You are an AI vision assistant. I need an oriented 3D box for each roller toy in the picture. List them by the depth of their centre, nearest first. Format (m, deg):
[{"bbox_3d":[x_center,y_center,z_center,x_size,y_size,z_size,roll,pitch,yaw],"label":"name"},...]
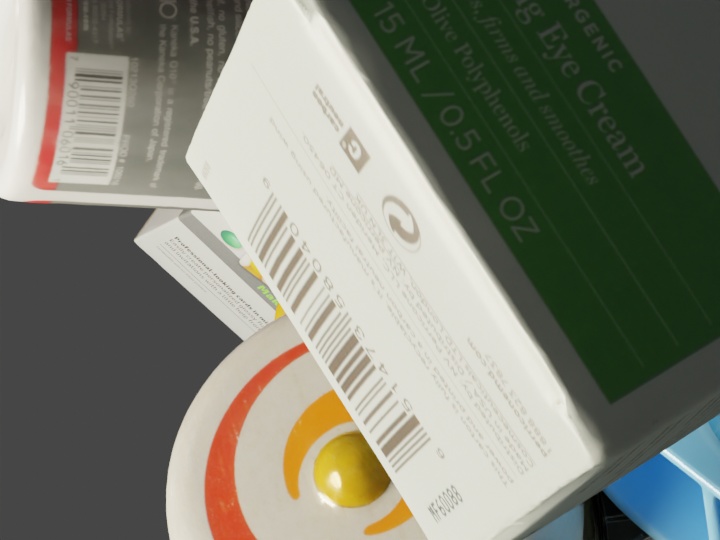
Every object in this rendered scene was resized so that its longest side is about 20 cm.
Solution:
[{"bbox_3d":[0.011,0.107,1.126,0.182,0.200,0.140,25,164,23],"label":"roller toy"}]

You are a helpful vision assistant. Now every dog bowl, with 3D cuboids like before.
[{"bbox_3d":[0.162,0.096,1.037,0.200,0.050,0.112,39,160,32],"label":"dog bowl"}]

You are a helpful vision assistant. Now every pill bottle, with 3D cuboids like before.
[{"bbox_3d":[-0.051,-0.081,1.040,0.114,0.200,0.114,-177,90,-73],"label":"pill bottle"}]

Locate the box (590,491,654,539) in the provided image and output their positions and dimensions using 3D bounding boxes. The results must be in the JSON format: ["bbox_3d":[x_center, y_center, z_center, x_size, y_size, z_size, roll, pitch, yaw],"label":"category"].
[{"bbox_3d":[0.135,0.133,1.225,0.160,0.043,0.200,-96,-2,-51],"label":"box"}]

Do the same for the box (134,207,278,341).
[{"bbox_3d":[0.000,0.000,1.217,0.156,0.041,0.200,43,147,-17],"label":"box"}]

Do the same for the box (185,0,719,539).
[{"bbox_3d":[0.070,-0.030,0.895,0.199,0.171,0.200,57,160,8],"label":"box"}]
